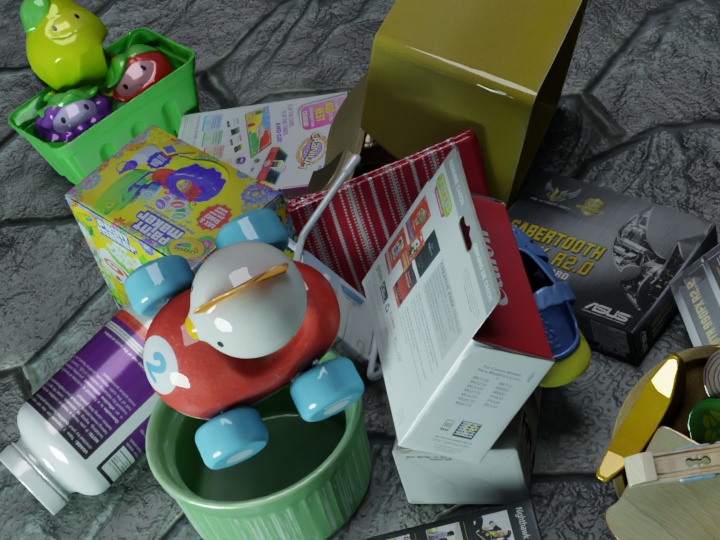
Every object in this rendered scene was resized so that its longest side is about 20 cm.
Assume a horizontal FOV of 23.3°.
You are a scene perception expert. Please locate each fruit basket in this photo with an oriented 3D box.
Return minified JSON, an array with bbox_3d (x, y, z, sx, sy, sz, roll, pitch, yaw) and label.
[{"bbox_3d":[-0.302,-0.219,1.964,0.215,0.216,0.155,-38,39,-19],"label":"fruit basket"}]

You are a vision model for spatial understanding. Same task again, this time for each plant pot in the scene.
[{"bbox_3d":[0.108,-0.199,1.767,0.176,0.200,0.200,21,53,8],"label":"plant pot"}]

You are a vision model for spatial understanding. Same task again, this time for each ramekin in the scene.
[{"bbox_3d":[-0.085,0.163,1.576,0.199,0.098,0.201,-10,43,9],"label":"ramekin"}]

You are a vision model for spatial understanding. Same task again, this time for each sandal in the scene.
[{"bbox_3d":[0.144,0.009,1.548,0.079,0.087,0.200,-24,43,-9],"label":"sandal"},{"bbox_3d":[0.007,-0.127,1.841,0.078,0.070,0.212,-30,27,43],"label":"sandal"}]

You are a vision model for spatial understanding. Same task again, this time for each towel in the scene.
[{"bbox_3d":[0.037,-0.047,1.713,0.199,0.145,0.023,-22,37,-2],"label":"towel"}]

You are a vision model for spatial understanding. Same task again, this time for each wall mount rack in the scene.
[{"bbox_3d":[0.000,0.000,1.634,0.074,0.200,0.174,-27,36,35],"label":"wall mount rack"}]

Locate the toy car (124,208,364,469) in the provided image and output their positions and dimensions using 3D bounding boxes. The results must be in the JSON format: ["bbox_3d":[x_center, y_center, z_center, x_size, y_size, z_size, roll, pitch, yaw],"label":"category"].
[{"bbox_3d":[-0.107,0.039,1.440,0.176,0.200,0.185,-26,74,-3],"label":"toy car"}]

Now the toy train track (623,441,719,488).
[{"bbox_3d":[0.307,0.141,1.365,0.199,0.033,0.115,-9,69,0],"label":"toy train track"}]

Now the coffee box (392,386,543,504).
[{"bbox_3d":[0.104,0.109,1.578,0.112,0.080,0.201,-1,46,16],"label":"coffee box"}]

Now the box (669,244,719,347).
[{"bbox_3d":[0.366,0.045,1.505,0.158,0.048,0.201,-40,40,25],"label":"box"}]

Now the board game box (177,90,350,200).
[{"bbox_3d":[-0.108,-0.121,1.917,0.199,0.040,0.154,-6,44,13],"label":"board game box"}]

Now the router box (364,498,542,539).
[{"bbox_3d":[0.091,0.291,1.417,0.148,0.051,0.201,-14,43,3],"label":"router box"}]

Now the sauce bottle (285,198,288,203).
[{"bbox_3d":[-0.159,-0.078,1.829,0.199,0.066,0.066,25,55,13],"label":"sauce bottle"}]

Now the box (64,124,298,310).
[{"bbox_3d":[-0.157,-0.006,1.704,0.122,0.193,0.200,-42,48,-23],"label":"box"}]

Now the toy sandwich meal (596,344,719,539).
[{"bbox_3d":[0.281,0.158,1.418,0.204,0.070,0.206,-3,83,28],"label":"toy sandwich meal"}]

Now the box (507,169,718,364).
[{"bbox_3d":[0.220,-0.007,1.679,0.199,0.048,0.158,21,56,34],"label":"box"}]

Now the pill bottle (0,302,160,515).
[{"bbox_3d":[-0.242,0.131,1.642,0.200,0.113,0.112,-44,48,-12],"label":"pill bottle"}]

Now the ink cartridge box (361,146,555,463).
[{"bbox_3d":[0.089,0.027,1.472,0.083,0.176,0.201,15,39,-24],"label":"ink cartridge box"}]
